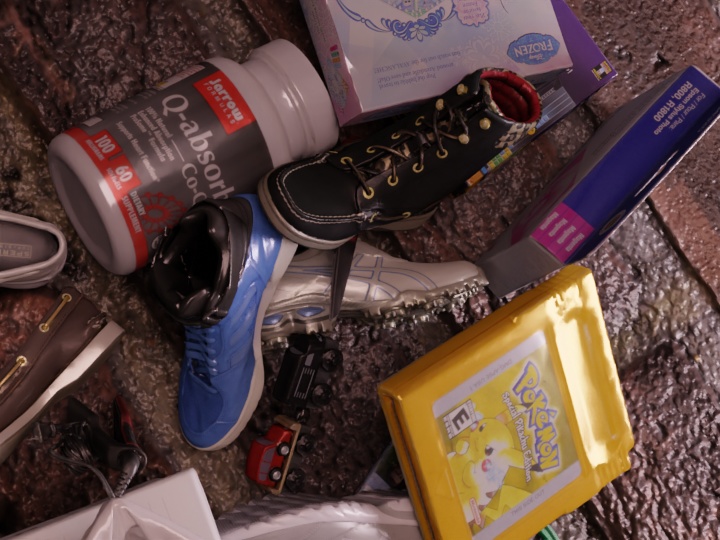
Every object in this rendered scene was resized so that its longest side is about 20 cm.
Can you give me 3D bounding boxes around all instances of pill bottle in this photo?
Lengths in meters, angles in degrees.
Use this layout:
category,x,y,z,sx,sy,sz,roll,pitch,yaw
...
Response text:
category,x,y,z,sx,sy,sz,roll,pitch,yaw
pill bottle,-0.125,-0.090,1.508,0.199,0.116,0.116,-30,89,-19

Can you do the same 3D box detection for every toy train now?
category,x,y,z,sx,sy,sz,roll,pitch,yaw
toy train,-0.062,0.142,1.498,0.046,0.034,0.201,15,94,-32

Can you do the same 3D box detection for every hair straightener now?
category,x,y,z,sx,sy,sz,roll,pitch,yaw
hair straightener,-0.195,0.127,1.412,0.076,0.200,0.041,-1,102,-12

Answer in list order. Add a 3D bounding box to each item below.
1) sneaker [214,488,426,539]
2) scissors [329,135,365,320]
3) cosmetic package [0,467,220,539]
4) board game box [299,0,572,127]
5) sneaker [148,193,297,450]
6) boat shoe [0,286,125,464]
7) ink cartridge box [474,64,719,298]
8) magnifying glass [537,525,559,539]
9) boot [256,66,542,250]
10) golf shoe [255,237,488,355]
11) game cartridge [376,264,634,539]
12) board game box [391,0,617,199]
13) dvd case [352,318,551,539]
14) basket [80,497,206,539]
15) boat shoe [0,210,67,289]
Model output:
category,x,y,z,sx,sy,sz,roll,pitch,yaw
sneaker,-0.018,0.206,1.467,0.199,0.075,0.083,1,90,-31
scissors,-0.014,-0.036,1.526,0.073,0.014,0.200,41,39,-7
cosmetic package,-0.192,0.253,1.402,0.199,0.167,0.167,-20,87,-18
board game box,0.045,-0.226,1.538,0.199,0.043,0.200,-14,82,-30
sneaker,-0.117,0.039,1.461,0.077,0.111,0.201,29,107,32
boat shoe,-0.260,0.095,1.465,0.059,0.072,0.200,43,69,2
ink cartridge box,0.188,-0.073,1.543,0.043,0.200,0.196,45,72,-3
magnifying glass,0.095,0.175,1.548,0.079,0.022,0.201,-24,86,-18
boot,0.030,-0.088,1.469,0.203,0.154,0.074,-9,65,-53
golf shoe,0.000,0.000,1.549,0.199,0.078,0.098,-9,77,-17
game cartridge,0.116,0.117,1.500,0.199,0.032,0.177,-30,117,-26
board game box,0.083,-0.186,1.611,0.165,0.057,0.200,-38,91,-17
dvd case,0.092,0.159,1.571,0.142,0.018,0.200,38,73,-6
basket,-0.113,0.248,1.273,0.199,0.123,0.136,31,75,-10
boat shoe,-0.314,-0.017,1.471,0.199,0.066,0.072,6,79,-13
